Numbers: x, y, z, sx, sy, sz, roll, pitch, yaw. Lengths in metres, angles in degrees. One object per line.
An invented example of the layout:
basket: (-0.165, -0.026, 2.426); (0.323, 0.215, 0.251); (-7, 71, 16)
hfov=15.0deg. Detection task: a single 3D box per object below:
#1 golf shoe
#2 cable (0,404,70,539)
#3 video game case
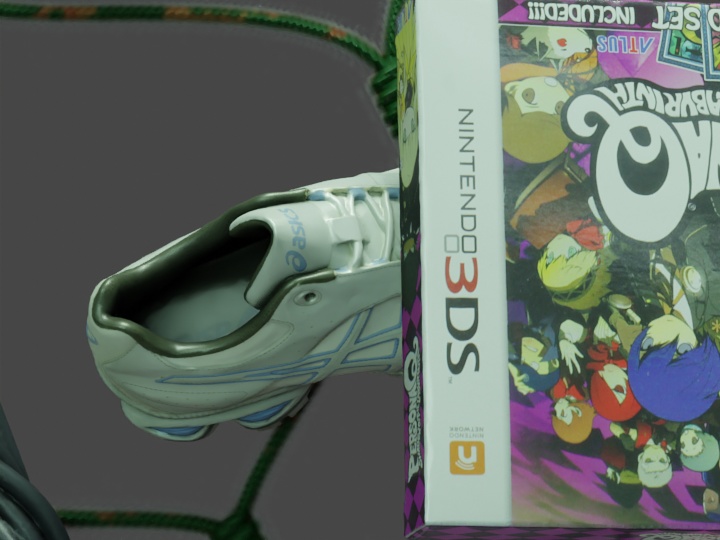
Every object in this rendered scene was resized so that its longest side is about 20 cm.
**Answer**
golf shoe: (0.000, 0.000, 0.937); (0.200, 0.097, 0.078); (-24, 70, 4)
cable: (-0.180, 0.104, 0.936); (0.163, 0.051, 0.200); (-15, 83, -36)
video game case: (0.112, 0.000, 0.906); (0.200, 0.036, 0.181); (2, 76, -10)
